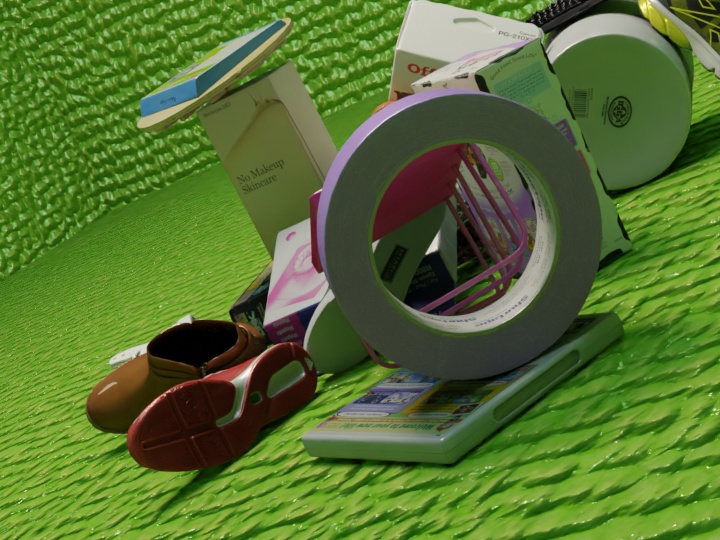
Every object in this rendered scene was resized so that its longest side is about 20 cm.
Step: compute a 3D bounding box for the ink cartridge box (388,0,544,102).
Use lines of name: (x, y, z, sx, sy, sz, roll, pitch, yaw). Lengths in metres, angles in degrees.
ink cartridge box: (0.103, -0.169, 1.715, 0.143, 0.201, 0.085, 13, 49, 6)

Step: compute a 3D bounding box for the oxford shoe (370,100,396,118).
oxford shoe: (0.092, -0.096, 1.651, 0.072, 0.199, 0.073, -60, 2, 16)

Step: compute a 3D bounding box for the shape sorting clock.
shape sorting clock: (-0.153, -0.205, 1.739, 0.199, 0.039, 0.200, -29, 14, 8)

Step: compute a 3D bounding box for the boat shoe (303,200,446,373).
boat shoe: (0.011, 0.002, 1.482, 0.201, 0.068, 0.057, -57, 24, 9)

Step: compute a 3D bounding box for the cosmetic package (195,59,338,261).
cosmetic package: (-0.080, -0.110, 1.758, 0.103, 0.201, 0.073, -23, 13, 27)

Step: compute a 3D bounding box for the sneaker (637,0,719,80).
sneaker: (0.366, -0.234, 1.601, 0.085, 0.199, 0.074, -59, -16, 23)

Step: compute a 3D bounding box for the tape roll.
tape roll: (0.069, -0.027, 1.170, 0.199, 0.202, 0.066, -27, 10, -1)

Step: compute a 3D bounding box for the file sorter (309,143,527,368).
file sorter: (0.048, -0.014, 1.323, 0.138, 0.126, 0.200, -29, -12, -8)

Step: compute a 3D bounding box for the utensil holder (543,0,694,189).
utensil holder: (0.262, -0.184, 1.685, 0.169, 0.171, 0.200, -24, 13, 16)

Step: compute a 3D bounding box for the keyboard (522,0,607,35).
keyboard: (0.240, -0.301, 1.701, 0.199, 0.040, 0.104, -25, 16, 36)

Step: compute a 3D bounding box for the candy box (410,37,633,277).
candy box: (0.140, -0.096, 1.452, 0.071, 0.201, 0.168, -29, 11, -14)

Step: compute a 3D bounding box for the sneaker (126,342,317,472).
sneaker: (-0.137, 0.133, 1.435, 0.199, 0.079, 0.115, -19, -5, -39)

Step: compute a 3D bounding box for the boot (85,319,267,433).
boot: (-0.185, 0.099, 1.566, 0.198, 0.078, 0.155, -13, -11, 3)

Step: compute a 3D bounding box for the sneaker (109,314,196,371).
sneaker: (-0.210, 0.103, 1.741, 0.115, 0.074, 0.200, -30, 1, -7)

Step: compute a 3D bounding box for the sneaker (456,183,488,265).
sneaker: (0.088, -0.026, 1.620, 0.199, 0.081, 0.075, -29, 31, 12)

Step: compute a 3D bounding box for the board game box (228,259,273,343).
board game box: (-0.042, 0.005, 1.823, 0.164, 0.057, 0.200, -26, 11, 20)

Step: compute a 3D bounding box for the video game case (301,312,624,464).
video game case: (0.073, 0.087, 1.222, 0.181, 0.022, 0.199, -32, 12, -29)

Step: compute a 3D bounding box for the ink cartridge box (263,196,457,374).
ink cartridge box: (0.000, 0.000, 1.563, 0.195, 0.043, 0.201, -24, 34, 21)
